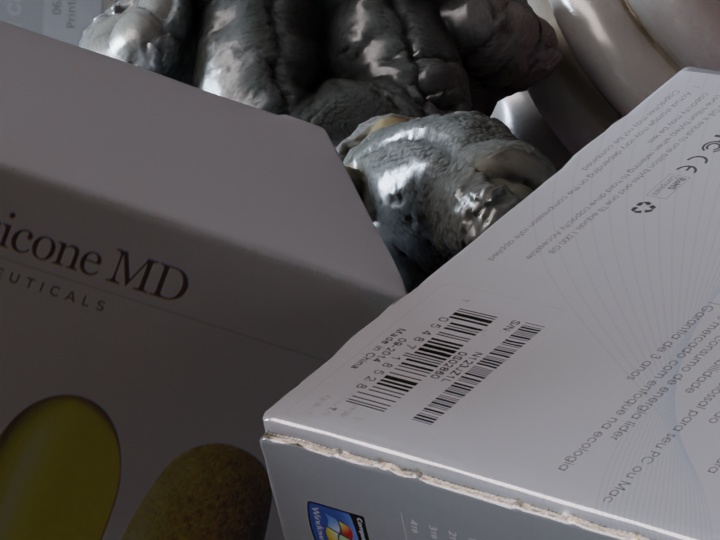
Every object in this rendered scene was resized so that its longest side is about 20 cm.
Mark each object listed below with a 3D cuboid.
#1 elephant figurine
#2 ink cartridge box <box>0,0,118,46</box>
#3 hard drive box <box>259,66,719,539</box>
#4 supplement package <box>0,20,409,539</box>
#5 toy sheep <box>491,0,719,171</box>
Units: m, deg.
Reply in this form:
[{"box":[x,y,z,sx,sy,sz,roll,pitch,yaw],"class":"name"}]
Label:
[{"box":[0.000,0.000,0.755,0.141,0.155,0.201,-34,42,12],"class":"elephant figurine"},{"box":[-0.026,-0.031,0.912,0.047,0.199,0.161,-160,70,-68],"class":"ink cartridge box"},{"box":[0.108,0.040,0.552,0.199,0.077,0.156,13,38,39],"class":"hard drive box"},{"box":[-0.084,0.057,0.641,0.110,0.113,0.201,-116,46,-66],"class":"supplement package"},{"box":[0.108,-0.065,0.855,0.200,0.138,0.138,-44,22,26],"class":"toy sheep"}]
